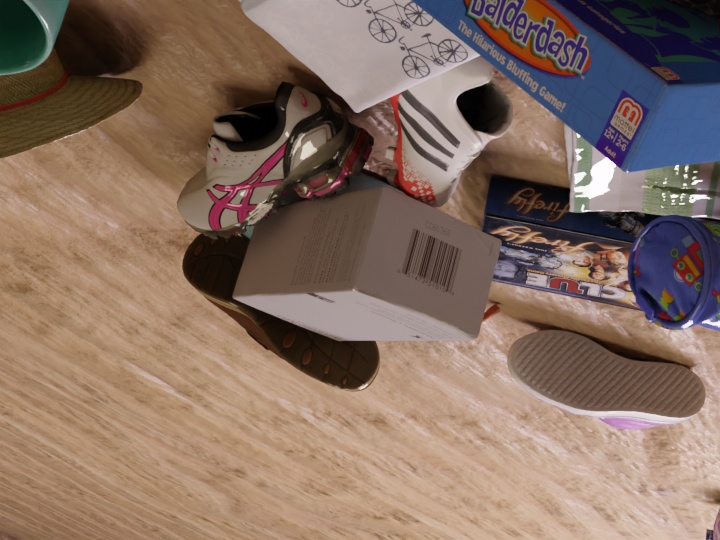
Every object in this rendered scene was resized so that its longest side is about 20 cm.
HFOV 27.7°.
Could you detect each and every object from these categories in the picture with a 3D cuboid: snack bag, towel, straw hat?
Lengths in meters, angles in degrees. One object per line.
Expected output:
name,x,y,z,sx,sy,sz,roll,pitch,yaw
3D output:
snack bag,-0.017,-0.177,0.811,0.200,0.022,0.188,40,149,-25
towel,0.237,-0.068,0.991,0.198,0.031,0.149,8,160,13
straw hat,-0.249,-0.140,1.008,0.200,0.201,0.086,-2,114,34

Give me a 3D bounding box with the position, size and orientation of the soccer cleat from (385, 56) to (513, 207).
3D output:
soccer cleat,0.061,-0.095,0.973,0.084,0.069,0.200,15,156,16

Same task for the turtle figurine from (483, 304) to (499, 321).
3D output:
turtle figurine,0.045,0.029,1.283,0.198,0.065,0.161,-5,173,-14

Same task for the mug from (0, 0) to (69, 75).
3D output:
mug,-0.244,-0.197,0.821,0.183,0.115,0.152,5,159,23

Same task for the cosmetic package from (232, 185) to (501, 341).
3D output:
cosmetic package,0.000,0.000,1.089,0.112,0.082,0.200,23,165,-25

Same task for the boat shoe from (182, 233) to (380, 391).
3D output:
boat shoe,-0.061,0.037,1.239,0.199,0.072,0.068,34,170,20

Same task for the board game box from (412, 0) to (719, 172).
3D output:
board game box,0.139,-0.110,0.677,0.199,0.045,0.152,-9,-137,-44

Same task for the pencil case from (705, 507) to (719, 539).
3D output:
pencil case,0.531,0.343,1.807,0.198,0.086,0.084,8,158,10

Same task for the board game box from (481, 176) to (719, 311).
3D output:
board game box,0.193,-0.013,1.151,0.198,0.035,0.136,11,160,5

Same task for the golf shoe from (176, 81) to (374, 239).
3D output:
golf shoe,-0.082,-0.087,1.089,0.092,0.073,0.199,40,141,-25

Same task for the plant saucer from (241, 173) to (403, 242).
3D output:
plant saucer,-0.035,-0.034,1.231,0.199,0.039,0.201,11,159,4

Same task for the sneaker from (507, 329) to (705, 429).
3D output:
sneaker,0.223,0.118,1.430,0.199,0.073,0.114,17,162,-12

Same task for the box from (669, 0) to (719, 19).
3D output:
box,0.186,-0.192,0.574,0.198,0.118,0.197,16,159,-11

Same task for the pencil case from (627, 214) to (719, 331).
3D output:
pencil case,0.279,0.012,1.032,0.199,0.087,0.078,8,-150,-33
